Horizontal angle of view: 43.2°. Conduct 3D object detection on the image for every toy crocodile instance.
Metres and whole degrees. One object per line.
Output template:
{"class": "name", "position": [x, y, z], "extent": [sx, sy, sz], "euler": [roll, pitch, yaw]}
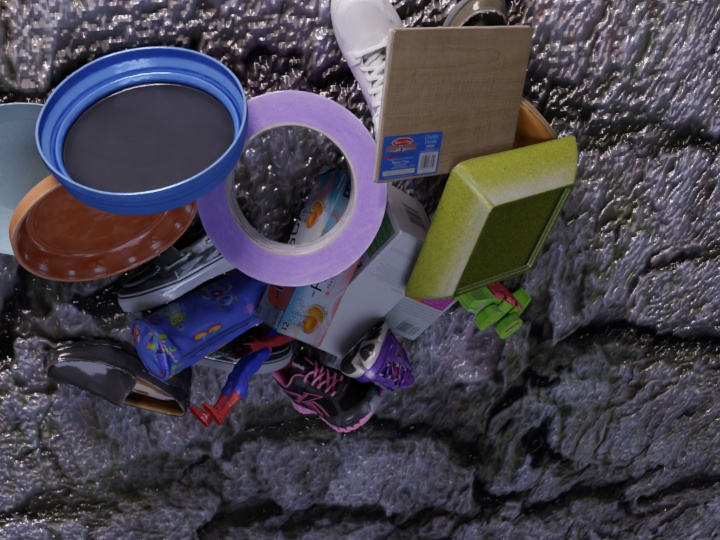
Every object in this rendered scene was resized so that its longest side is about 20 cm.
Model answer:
{"class": "toy crocodile", "position": [0.178, 0.042, 1.222], "extent": [0.062, 0.068, 0.200], "euler": [-44, 151, 14]}

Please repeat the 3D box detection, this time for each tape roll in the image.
{"class": "tape roll", "position": [-0.073, -0.088, 0.968], "extent": [0.198, 0.085, 0.202], "euler": [-1, 99, -4]}

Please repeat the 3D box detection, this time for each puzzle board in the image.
{"class": "puzzle board", "position": [0.095, -0.175, 0.938], "extent": [0.199, 0.017, 0.152], "euler": [-12, 120, -37]}

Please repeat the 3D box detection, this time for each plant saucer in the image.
{"class": "plant saucer", "position": [-0.350, -0.101, 0.967], "extent": [0.199, 0.039, 0.202], "euler": [-9, 133, -10]}
{"class": "plant saucer", "position": [-0.270, -0.059, 0.963], "extent": [0.199, 0.032, 0.201], "euler": [-24, 156, -11]}
{"class": "plant saucer", "position": [0.164, -0.049, 1.060], "extent": [0.198, 0.048, 0.201], "euler": [-17, 142, -35]}

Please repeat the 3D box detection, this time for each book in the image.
{"class": "book", "position": [0.092, 0.007, 1.212], "extent": [0.133, 0.048, 0.200], "euler": [25, 121, -39]}

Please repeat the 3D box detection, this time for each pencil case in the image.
{"class": "pencil case", "position": [-0.173, 0.056, 1.093], "extent": [0.199, 0.087, 0.079], "euler": [-28, 123, -30]}

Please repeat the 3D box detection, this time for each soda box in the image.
{"class": "soda box", "position": [-0.047, -0.017, 1.067], "extent": [0.068, 0.063, 0.202], "euler": [24, 90, -35]}

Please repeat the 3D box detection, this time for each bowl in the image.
{"class": "bowl", "position": [-0.205, -0.135, 0.870], "extent": [0.199, 0.202, 0.040], "euler": [-11, 143, -8]}

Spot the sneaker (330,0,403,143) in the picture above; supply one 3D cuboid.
{"class": "sneaker", "position": [0.031, -0.194, 0.952], "extent": [0.073, 0.116, 0.201], "euler": [-22, 134, 6]}

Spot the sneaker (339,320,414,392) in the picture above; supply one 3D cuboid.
{"class": "sneaker", "position": [0.035, 0.116, 1.162], "extent": [0.081, 0.083, 0.200], "euler": [-45, 171, 8]}

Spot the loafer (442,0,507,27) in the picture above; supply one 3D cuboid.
{"class": "loafer", "position": [0.118, -0.206, 1.000], "extent": [0.074, 0.070, 0.201], "euler": [0, 132, -18]}

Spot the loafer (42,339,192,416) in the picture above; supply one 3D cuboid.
{"class": "loafer", "position": [-0.312, 0.143, 1.185], "extent": [0.198, 0.073, 0.073], "euler": [11, 129, -26]}

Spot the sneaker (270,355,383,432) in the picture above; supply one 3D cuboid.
{"class": "sneaker", "position": [-0.053, 0.155, 1.228], "extent": [0.096, 0.199, 0.079], "euler": [50, 62, -29]}

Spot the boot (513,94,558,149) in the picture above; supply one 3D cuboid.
{"class": "boot", "position": [0.168, -0.122, 1.087], "extent": [0.144, 0.071, 0.201], "euler": [-42, 140, 7]}

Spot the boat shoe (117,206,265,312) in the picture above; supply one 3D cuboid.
{"class": "boat shoe", "position": [-0.210, -0.019, 1.080], "extent": [0.199, 0.072, 0.071], "euler": [-26, 112, 9]}

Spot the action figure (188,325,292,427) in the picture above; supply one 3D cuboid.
{"class": "action figure", "position": [-0.133, 0.107, 1.139], "extent": [0.052, 0.200, 0.065], "euler": [49, 146, -9]}

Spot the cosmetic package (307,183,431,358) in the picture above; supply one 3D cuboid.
{"class": "cosmetic package", "position": [0.000, 0.000, 1.131], "extent": [0.084, 0.108, 0.200], "euler": [26, 119, -37]}

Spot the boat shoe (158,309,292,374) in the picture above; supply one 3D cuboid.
{"class": "boat shoe", "position": [-0.179, 0.090, 1.184], "extent": [0.198, 0.069, 0.057], "euler": [7, 129, -21]}
